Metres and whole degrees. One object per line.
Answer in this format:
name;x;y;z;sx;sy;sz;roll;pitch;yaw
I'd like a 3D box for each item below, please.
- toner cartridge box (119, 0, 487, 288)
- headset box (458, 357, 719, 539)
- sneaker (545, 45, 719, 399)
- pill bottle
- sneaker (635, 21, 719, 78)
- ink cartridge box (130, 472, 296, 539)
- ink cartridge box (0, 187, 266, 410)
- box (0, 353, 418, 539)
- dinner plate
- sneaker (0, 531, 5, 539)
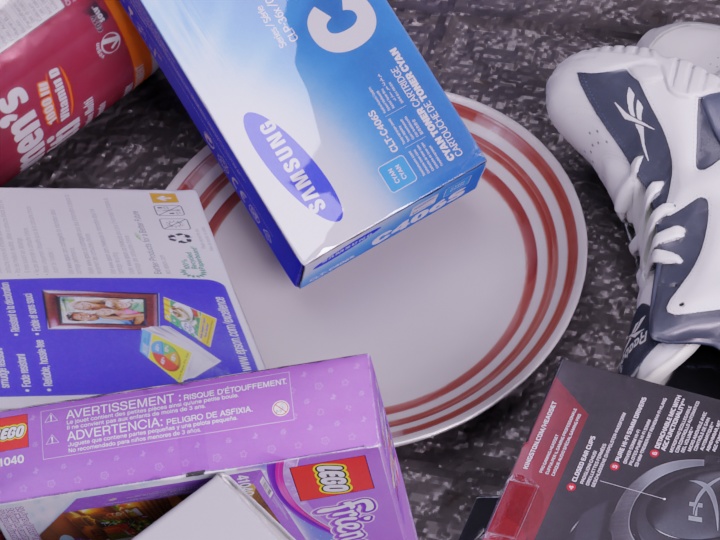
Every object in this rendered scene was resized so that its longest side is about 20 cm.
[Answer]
toner cartridge box;-0.038;-0.102;1.155;0.095;0.043;0.200;-30;80;-12
headset box;0.127;0.129;1.010;0.200;0.077;0.149;13;56;20
sneaker;0.126;-0.002;1.100;0.199;0.080;0.130;43;64;16
pill bottle;-0.194;-0.082;1.206;0.200;0.110;0.110;-39;56;-18
sneaker;0.199;-0.067;1.131;0.200;0.100;0.075;32;66;31
ink cartridge box;-0.041;0.204;0.906;0.147;0.200;0.146;-36;56;-17
ink cartridge box;-0.147;0.020;1.040;0.199;0.043;0.198;2;25;-14
box;-0.049;0.101;0.984;0.136;0.200;0.039;-9;60;3
dinner plate;0.000;0.000;1.163;0.200;0.024;0.201;-5;54;7
sneaker;-0.143;0.055;1.116;0.087;0.074;0.200;-5;53;5
